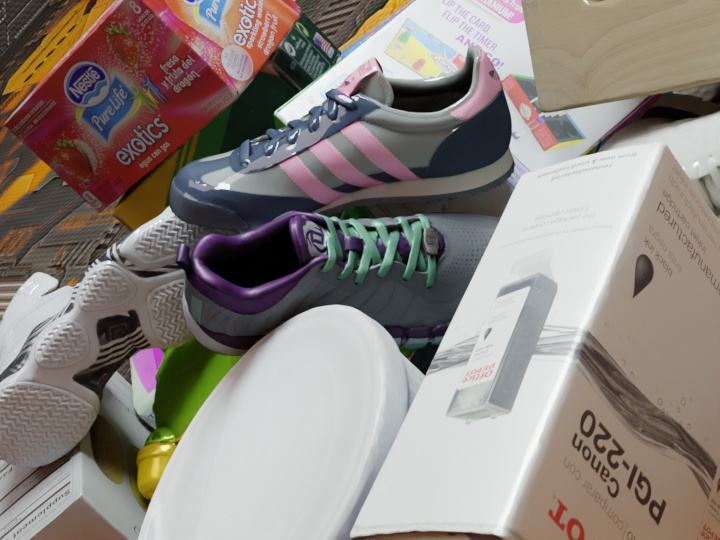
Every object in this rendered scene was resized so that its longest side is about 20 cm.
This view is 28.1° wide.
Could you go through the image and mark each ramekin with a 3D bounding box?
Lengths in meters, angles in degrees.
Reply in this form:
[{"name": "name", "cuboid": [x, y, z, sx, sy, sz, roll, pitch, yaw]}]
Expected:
[{"name": "ramekin", "cuboid": [-0.023, 0.126, 0.721, 0.202, 0.094, 0.203, -40, 30, 29]}]

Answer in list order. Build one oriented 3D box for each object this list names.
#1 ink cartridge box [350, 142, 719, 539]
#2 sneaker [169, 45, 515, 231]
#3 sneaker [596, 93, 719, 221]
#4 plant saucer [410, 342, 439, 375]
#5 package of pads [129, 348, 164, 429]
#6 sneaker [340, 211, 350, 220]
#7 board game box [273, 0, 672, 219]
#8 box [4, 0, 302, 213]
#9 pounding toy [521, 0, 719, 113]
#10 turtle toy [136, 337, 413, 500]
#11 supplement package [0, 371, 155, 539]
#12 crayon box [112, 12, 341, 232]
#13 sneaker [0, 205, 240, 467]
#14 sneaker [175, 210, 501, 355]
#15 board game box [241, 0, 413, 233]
[{"name": "ink cartridge box", "cuboid": [0.099, 0.071, 0.589, 0.084, 0.146, 0.201, -11, 40, 46]}, {"name": "sneaker", "cuboid": [-0.014, -0.078, 0.804, 0.198, 0.083, 0.070, -11, 32, -6]}, {"name": "sneaker", "cuboid": [0.175, -0.044, 0.726, 0.080, 0.077, 0.200, -29, 9, -13]}, {"name": "plant saucer", "cuboid": [0.091, 0.043, 0.793, 0.199, 0.027, 0.201, -34, 26, 20]}, {"name": "package of pads", "cuboid": [-0.098, 0.027, 1.060, 0.154, 0.068, 0.200, -41, 25, 6]}, {"name": "sneaker", "cuboid": [0.028, -0.054, 0.988, 0.121, 0.084, 0.199, -41, 24, -17]}, {"name": "board game box", "cuboid": [0.070, -0.098, 0.884, 0.200, 0.153, 0.040, -39, -19, -12]}, {"name": "box", "cuboid": [-0.144, -0.136, 0.978, 0.199, 0.095, 0.100, -30, 21, 47]}, {"name": "pounding toy", "cuboid": [0.167, -0.170, 0.777, 0.183, 0.144, 0.199, -13, 6, -35]}, {"name": "turtle toy", "cuboid": [-0.056, 0.065, 0.885, 0.199, 0.100, 0.147, -27, 52, 42]}, {"name": "supplement package", "cuboid": [-0.184, 0.156, 0.932, 0.109, 0.114, 0.200, -39, 26, 8]}, {"name": "crayon box", "cuboid": [-0.106, -0.091, 1.047, 0.200, 0.051, 0.127, -41, 15, 22]}, {"name": "sneaker", "cuboid": [-0.160, 0.021, 0.886, 0.200, 0.075, 0.115, -46, 27, 4]}, {"name": "sneaker", "cuboid": [0.000, 0.000, 0.775, 0.198, 0.088, 0.075, -11, 67, -4]}, {"name": "board game box", "cuboid": [-0.017, -0.110, 1.025, 0.151, 0.037, 0.201, -28, 23, 46]}]
